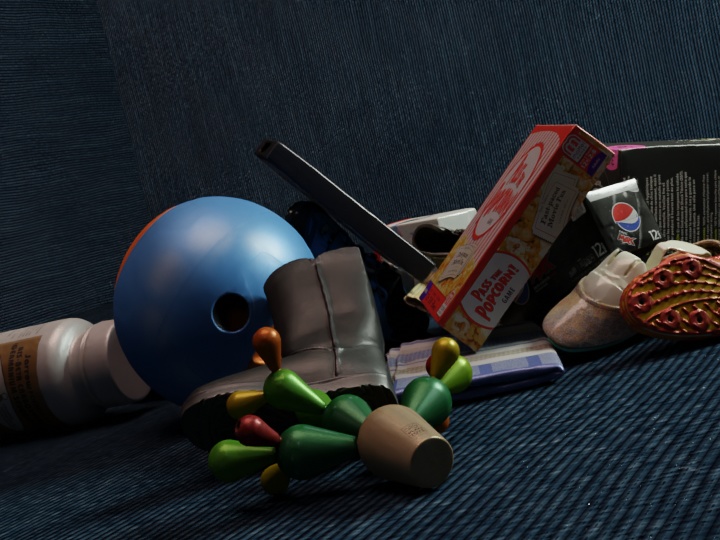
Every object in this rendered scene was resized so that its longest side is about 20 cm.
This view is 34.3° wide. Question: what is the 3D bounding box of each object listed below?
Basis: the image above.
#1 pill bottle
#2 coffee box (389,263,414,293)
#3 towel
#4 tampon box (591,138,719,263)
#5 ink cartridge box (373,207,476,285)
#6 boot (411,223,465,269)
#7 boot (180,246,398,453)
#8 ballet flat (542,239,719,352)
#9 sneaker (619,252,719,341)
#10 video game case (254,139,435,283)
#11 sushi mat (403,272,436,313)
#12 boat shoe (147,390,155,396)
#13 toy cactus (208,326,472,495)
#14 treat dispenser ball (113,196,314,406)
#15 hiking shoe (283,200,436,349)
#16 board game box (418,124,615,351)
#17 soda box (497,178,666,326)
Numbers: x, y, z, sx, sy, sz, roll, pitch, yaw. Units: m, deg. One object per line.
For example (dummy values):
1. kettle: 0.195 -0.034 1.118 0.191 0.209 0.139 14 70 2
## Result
1. pill bottle: -0.329 0.113 1.263 0.198 0.116 0.114 -12 5 23
2. coffee box: -0.036 0.039 1.327 0.197 0.081 0.113 -4 3 1
3. towel: 0.091 0.079 0.985 0.145 0.024 0.200 -11 6 3
4. tampon box: 0.313 -0.067 1.173 0.197 0.128 0.150 -4 7 -16
5. ink cartridge box: 0.080 -0.009 1.526 0.067 0.118 0.199 -16 4 -32
6. boot: 0.160 -0.012 1.260 0.197 0.069 0.131 4 -7 15
7. boot: -0.060 0.056 0.926 0.162 0.066 0.201 -3 34 -7
8. ballet flat: 0.235 0.011 0.979 0.198 0.068 0.068 -15 37 -31
9. sneaker: 0.289 0.021 0.937 0.198 0.074 0.077 -11 -19 -23
10. video game case: -0.021 -0.066 1.213 0.026 0.199 0.181 -52 11 1
11. sushi mat: 0.100 0.036 1.219 0.095 0.012 0.200 29 11 5
12. boat shoe: -0.184 0.116 1.297 0.198 0.073 0.063 -4 52 36
13. toy cactus: 0.006 0.091 0.745 0.198 0.104 0.164 -6 10 -28
14. treat dispenser ball: -0.133 0.032 1.099 0.198 0.204 0.201 -13 4 1
15. hiking shoe: 0.000 0.000 1.196 0.086 0.200 0.075 -11 40 38
16. board game box: 0.133 -0.034 1.035 0.201 0.046 0.152 -56 7 3
17. soda box: 0.189 -0.007 1.082 0.070 0.064 0.200 -16 -15 -30
